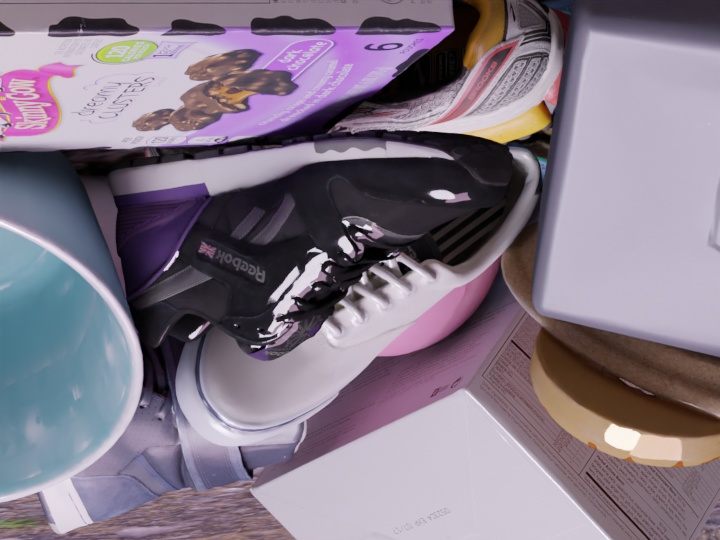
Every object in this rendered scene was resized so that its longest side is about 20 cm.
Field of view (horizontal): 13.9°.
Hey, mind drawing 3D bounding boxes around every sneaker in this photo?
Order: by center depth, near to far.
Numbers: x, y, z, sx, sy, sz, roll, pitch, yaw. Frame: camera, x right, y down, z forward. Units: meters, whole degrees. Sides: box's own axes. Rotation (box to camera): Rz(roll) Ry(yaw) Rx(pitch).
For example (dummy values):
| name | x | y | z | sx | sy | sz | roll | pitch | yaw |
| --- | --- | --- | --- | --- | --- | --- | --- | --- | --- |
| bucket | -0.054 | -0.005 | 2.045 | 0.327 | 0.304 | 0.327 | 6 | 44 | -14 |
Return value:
| name | x | y | z | sx | sy | sz | roll | pitch | yaw |
| --- | --- | --- | --- | --- | --- | --- | --- | --- | --- |
| sneaker | -0.017 | -0.008 | 1.207 | 0.200 | 0.088 | 0.076 | -6 | 176 | 42 |
| sneaker | -0.009 | -0.084 | 1.272 | 0.200 | 0.078 | 0.082 | -18 | 155 | 23 |
| sneaker | 0.000 | 0.000 | 1.291 | 0.200 | 0.073 | 0.071 | -43 | -175 | -29 |
| sneaker | -0.103 | 0.037 | 1.410 | 0.146 | 0.077 | 0.202 | -13 | 139 | 4 |

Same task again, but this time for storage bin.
| name | x | y | z | sx | sy | sz | roll | pitch | yaw |
| --- | --- | --- | --- | --- | --- | --- | --- | --- | --- |
| storage bin | 0.144 | -0.047 | 1.193 | 0.134 | 0.146 | 0.200 | 7 | 130 | 2 |

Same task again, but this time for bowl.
| name | x | y | z | sx | sy | sz | roll | pitch | yaw |
| --- | --- | --- | --- | --- | --- | --- | --- | --- | --- |
| bowl | -0.189 | 0.000 | 1.253 | 0.200 | 0.105 | 0.201 | 1 | 139 | 1 |

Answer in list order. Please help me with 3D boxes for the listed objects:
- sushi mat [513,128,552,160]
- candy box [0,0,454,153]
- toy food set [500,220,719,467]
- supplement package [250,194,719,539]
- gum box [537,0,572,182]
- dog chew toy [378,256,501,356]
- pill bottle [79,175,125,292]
| name | x | y | z | sx | sy | sz | roll | pitch | yaw |
| --- | --- | --- | --- | --- | --- | --- | --- | --- | --- |
| sushi mat | 0.164 | -0.033 | 1.369 | 0.096 | 0.012 | 0.200 | 9 | 173 | 46 |
| candy box | -0.089 | -0.099 | 1.128 | 0.200 | 0.072 | 0.168 | -2 | 168 | -21 |
| toy food set | 0.156 | 0.031 | 1.317 | 0.198 | 0.049 | 0.200 | 9 | -156 | -20 |
| supplement package | 0.090 | 0.070 | 1.501 | 0.191 | 0.147 | 0.200 | -28 | -160 | 51 |
| gum box | 0.140 | -0.091 | 1.352 | 0.200 | 0.045 | 0.170 | -14 | 166 | 26 |
| dog chew toy | -0.027 | -0.015 | 1.389 | 0.200 | 0.125 | 0.124 | -8 | 173 | -42 |
| pill bottle | -0.114 | 0.008 | 1.523 | 0.200 | 0.114 | 0.113 | 1 | 166 | -28 |
